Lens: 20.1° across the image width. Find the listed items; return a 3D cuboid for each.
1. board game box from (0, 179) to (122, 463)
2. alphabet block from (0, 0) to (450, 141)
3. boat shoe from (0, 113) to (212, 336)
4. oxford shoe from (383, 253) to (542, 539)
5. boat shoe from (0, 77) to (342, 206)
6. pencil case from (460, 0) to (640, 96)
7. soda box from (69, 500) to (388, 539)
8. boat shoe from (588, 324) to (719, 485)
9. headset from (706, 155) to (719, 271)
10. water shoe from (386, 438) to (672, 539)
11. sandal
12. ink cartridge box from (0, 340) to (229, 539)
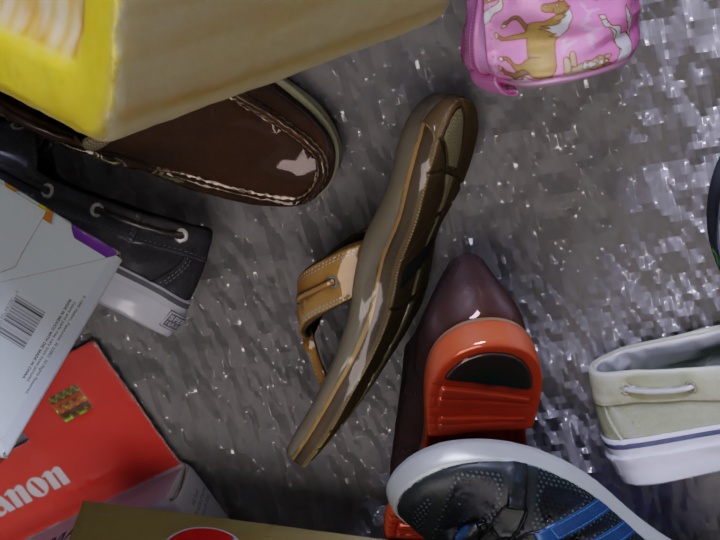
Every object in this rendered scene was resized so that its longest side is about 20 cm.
[{"bbox_3d":[-0.196,0.035,0.933,0.103,0.105,0.200,32,157,-8],"label":"board game box"},{"bbox_3d":[-0.082,-0.190,0.762,0.195,0.199,0.198,26,124,33],"label":"alphabet block"},{"bbox_3d":[-0.161,-0.043,0.969,0.199,0.070,0.067,29,90,6],"label":"boat shoe"},{"bbox_3d":[0.049,0.077,1.003,0.071,0.073,0.201,1,136,-12],"label":"oxford shoe"},{"bbox_3d":[-0.107,-0.073,0.936,0.201,0.075,0.075,21,119,-3],"label":"boat shoe"},{"bbox_3d":[0.070,-0.175,0.851,0.086,0.083,0.201,-6,117,11],"label":"pencil case"},{"bbox_3d":[-0.048,0.171,1.011,0.198,0.064,0.068,6,129,4],"label":"soda box"},{"bbox_3d":[0.201,0.048,0.955,0.199,0.072,0.062,-19,108,19],"label":"boat shoe"},{"bbox_3d":[0.244,-0.049,0.880,0.123,0.094,0.200,44,96,-11],"label":"headset"},{"bbox_3d":[0.102,0.147,0.953,0.199,0.079,0.072,27,127,-14],"label":"water shoe"},{"bbox_3d":[0.000,0.000,0.962,0.054,0.080,0.201,25,118,13],"label":"sandal"},{"bbox_3d":[-0.173,0.152,1.084,0.199,0.044,0.174,-27,112,21],"label":"ink cartridge box"}]
